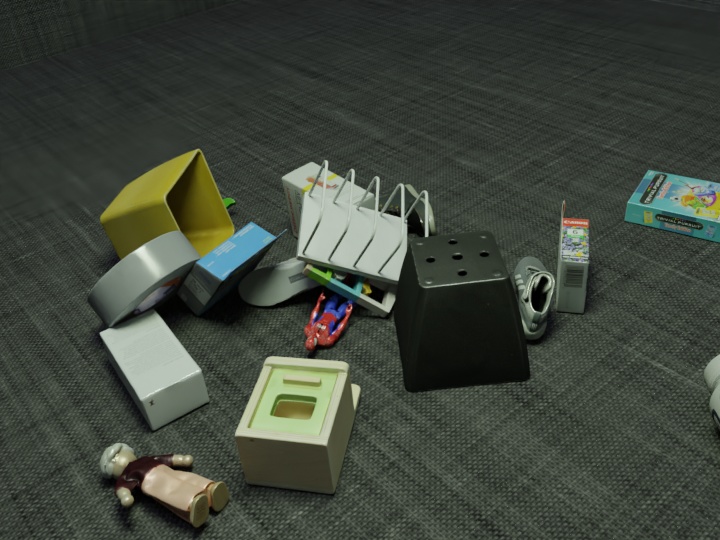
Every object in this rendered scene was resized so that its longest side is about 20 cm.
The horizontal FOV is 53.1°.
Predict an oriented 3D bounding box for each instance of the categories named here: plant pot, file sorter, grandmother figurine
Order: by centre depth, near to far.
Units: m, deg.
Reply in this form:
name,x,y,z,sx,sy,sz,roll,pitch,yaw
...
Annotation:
name,x,y,z,sx,sy,sz,roll,pitch,yaw
grandmother figurine,-0.284,0.289,0.988,0.198,0.061,0.121,14,12,29
plant pot,0.154,0.050,1.150,0.198,0.179,0.200,-7,35,1
file sorter,0.008,-0.083,1.229,0.198,0.125,0.140,14,55,-16
plant pot,-0.389,-0.094,1.433,0.175,0.201,0.201,-9,34,17

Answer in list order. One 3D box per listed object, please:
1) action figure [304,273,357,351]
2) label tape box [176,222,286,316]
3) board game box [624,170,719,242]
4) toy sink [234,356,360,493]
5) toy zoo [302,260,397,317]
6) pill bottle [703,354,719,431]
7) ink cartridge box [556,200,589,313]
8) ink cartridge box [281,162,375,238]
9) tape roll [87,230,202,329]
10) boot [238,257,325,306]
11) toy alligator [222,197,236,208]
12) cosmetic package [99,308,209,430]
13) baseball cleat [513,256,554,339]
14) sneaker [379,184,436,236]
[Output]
name,x,y,z,sx,sy,sz,roll,pitch,yaw
action figure,-0.046,0.072,1.258,0.065,0.052,0.200,23,44,11
label tape box,-0.232,-0.016,1.284,0.063,0.200,0.144,47,51,0
board game box,0.654,-0.131,1.443,0.199,0.047,0.151,18,41,29
toy sink,-0.082,0.198,1.032,0.129,0.113,0.201,4,36,12
toy zoo,0.000,0.000,1.287,0.199,0.020,0.132,28,46,-15
pill bottle,0.530,0.200,0.943,0.110,0.112,0.201,-4,36,2
ink cartridge box,0.379,-0.029,1.285,0.050,0.110,0.201,5,37,14
ink cartridge box,-0.060,-0.108,1.429,0.083,0.146,0.199,-30,41,-27
tape roll,-0.372,0.019,1.255,0.066,0.200,0.200,51,53,2
boot,-0.123,0.014,1.348,0.198,0.074,0.096,-14,2,11
toy alligator,-0.371,-0.129,1.585,0.198,0.059,0.055,-1,76,6
cosmetic package,-0.335,0.155,1.164,0.101,0.072,0.200,-25,39,-24
baseball cleat,0.303,0.024,1.226,0.069,0.107,0.201,11,42,0
sneaker,0.084,-0.108,1.482,0.105,0.075,0.200,-17,28,-8
